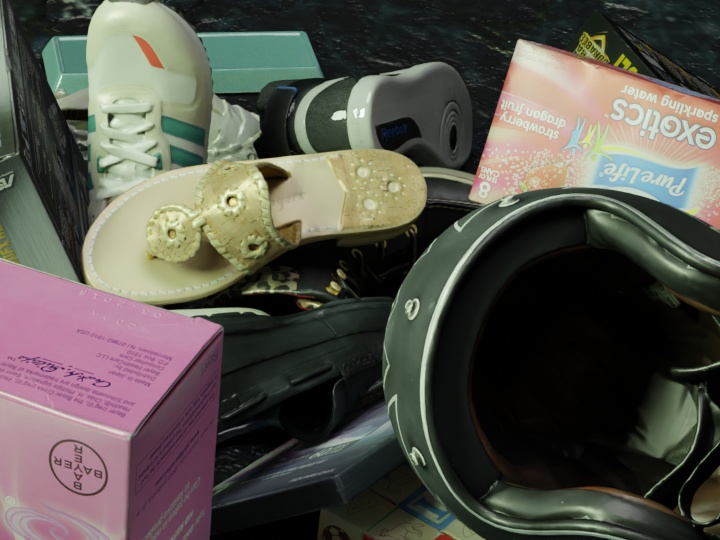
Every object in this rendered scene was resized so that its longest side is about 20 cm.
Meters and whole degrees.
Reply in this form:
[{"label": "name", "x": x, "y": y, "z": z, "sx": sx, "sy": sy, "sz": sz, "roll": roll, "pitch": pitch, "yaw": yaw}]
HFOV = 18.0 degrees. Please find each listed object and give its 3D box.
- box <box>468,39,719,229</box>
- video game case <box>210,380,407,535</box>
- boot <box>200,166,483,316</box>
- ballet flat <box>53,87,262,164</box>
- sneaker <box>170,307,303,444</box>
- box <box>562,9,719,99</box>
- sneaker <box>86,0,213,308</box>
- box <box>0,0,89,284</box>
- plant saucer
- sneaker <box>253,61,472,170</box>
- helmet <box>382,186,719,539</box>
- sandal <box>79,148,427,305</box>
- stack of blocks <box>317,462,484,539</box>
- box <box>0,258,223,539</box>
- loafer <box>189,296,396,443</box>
[{"label": "box", "x": 0.176, "y": -0.055, "z": 1.307, "sx": 0.199, "sy": 0.101, "sz": 0.095, "roll": 21, "pitch": 9, "yaw": 20}, {"label": "video game case", "x": 0.009, "y": 0.084, "z": 1.213, "sx": 0.142, "sy": 0.019, "sz": 0.199, "roll": -20, "pitch": 9, "yaw": 47}, {"label": "boot", "x": 0.000, "y": 0.000, "z": 1.366, "sx": 0.198, "sy": 0.074, "sz": 0.151, "roll": 7, "pitch": 33, "yaw": 5}, {"label": "ballet flat", "x": -0.129, "y": -0.089, "z": 1.490, "sx": 0.198, "sy": 0.072, "sz": 0.072, "roll": 1, "pitch": 33, "yaw": -9}, {"label": "sneaker", "x": -0.122, "y": 0.067, "z": 1.243, "sx": 0.198, "sy": 0.076, "sz": 0.085, "roll": -8, "pitch": 32, "yaw": -20}, {"label": "box", "x": 0.229, "y": -0.074, "z": 1.467, "sx": 0.159, "sy": 0.049, "sz": 0.200, "roll": 29, "pitch": 18, "yaw": -36}, {"label": "sneaker", "x": -0.126, "y": -0.061, "z": 1.329, "sx": 0.070, "sy": 0.201, "sz": 0.094, "roll": 3, "pitch": 38, "yaw": 5}, {"label": "box", "x": -0.198, "y": -0.054, "z": 1.329, "sx": 0.048, "sy": 0.159, "sz": 0.201, "roll": -18, "pitch": 38, "yaw": 2}, {"label": "plant saucer", "x": -0.125, "y": -0.149, "z": 1.626, "sx": 0.198, "sy": 0.019, "sz": 0.070, "roll": -3, "pitch": 34, "yaw": -12}, {"label": "sneaker", "x": -0.005, "y": -0.100, "z": 1.490, "sx": 0.111, "sy": 0.074, "sz": 0.200, "roll": 1, "pitch": 1, "yaw": 23}, {"label": "helmet", "x": 0.109, "y": 0.052, "z": 1.085, "sx": 0.189, "sy": 0.202, "sz": 0.200, "roll": 18, "pitch": 34, "yaw": 27}, {"label": "sandal", "x": -0.054, "y": -0.041, "z": 1.280, "sx": 0.210, "sy": 0.070, "sz": 0.078, "roll": -12, "pitch": 71, "yaw": -22}, {"label": "stack of blocks", "x": 0.081, "y": 0.126, "z": 1.198, "sx": 0.115, "sy": 0.059, "sz": 0.200, "roll": 27, "pitch": 38, "yaw": 29}, {"label": "box", "x": -0.166, "y": 0.106, "z": 1.060, "sx": 0.175, "sy": 0.201, "sz": 0.097, "roll": 17, "pitch": 35, "yaw": 16}, {"label": "loafer", "x": -0.029, "y": 0.057, "z": 1.212, "sx": 0.199, "sy": 0.068, "sz": 0.071, "roll": -6, "pitch": 73, "yaw": -42}]
